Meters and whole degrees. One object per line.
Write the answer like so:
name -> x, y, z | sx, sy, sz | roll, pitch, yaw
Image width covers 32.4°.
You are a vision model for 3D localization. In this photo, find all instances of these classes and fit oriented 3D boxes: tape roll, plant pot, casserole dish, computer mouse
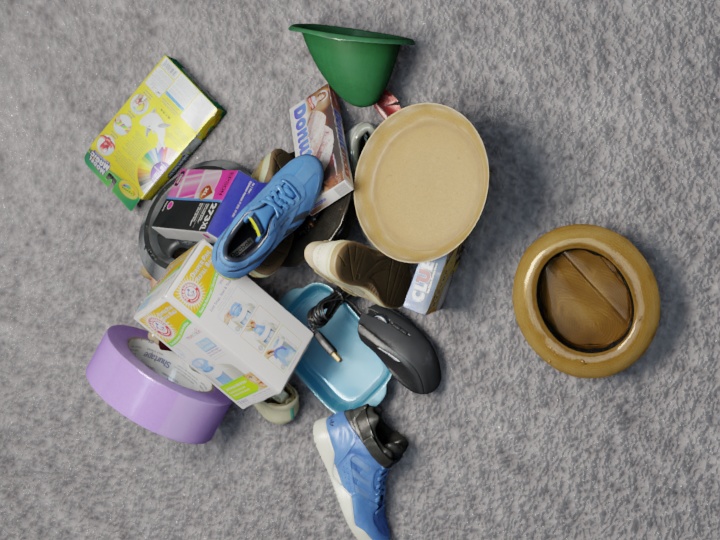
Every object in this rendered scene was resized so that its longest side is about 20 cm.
tape roll -> -0.276, 0.155, 1.705 | 0.199, 0.200, 0.066 | 34, 98, 11
plant pot -> 0.080, -0.109, 1.567 | 0.197, 0.027, 0.204 | -4, 83, 32
casserole dish -> -0.037, 0.109, 1.726 | 0.121, 0.039, 0.200 | -44, 81, 11
computer mouse -> 0.022, 0.093, 1.659 | 0.201, 0.140, 0.046 | 49, 138, 8

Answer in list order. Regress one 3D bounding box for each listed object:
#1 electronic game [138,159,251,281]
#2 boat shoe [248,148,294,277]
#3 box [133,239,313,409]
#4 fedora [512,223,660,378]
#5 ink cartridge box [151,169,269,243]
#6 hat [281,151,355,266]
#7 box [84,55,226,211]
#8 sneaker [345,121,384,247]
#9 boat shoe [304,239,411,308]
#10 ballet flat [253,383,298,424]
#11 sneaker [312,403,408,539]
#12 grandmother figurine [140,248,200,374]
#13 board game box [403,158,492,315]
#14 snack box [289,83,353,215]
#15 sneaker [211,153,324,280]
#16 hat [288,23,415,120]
electronic game -> -0.225, -0.065, 1.735 | 0.197, 0.042, 0.203 | -11, 61, 20
boat shoe -> -0.131, -0.067, 1.649 | 0.076, 0.202, 0.071 | -26, 128, 37
box -> -0.180, 0.072, 1.624 | 0.200, 0.102, 0.112 | 42, 146, -16
fedora -> 0.294, 0.037, 1.615 | 0.197, 0.082, 0.205 | 1, 96, 11
ink cartridge box -> -0.200, -0.086, 1.647 | 0.198, 0.037, 0.096 | 8, 67, 50
hat -> -0.061, -0.076, 1.694 | 0.199, 0.080, 0.204 | -25, 51, 34
box -> -0.299, -0.194, 1.784 | 0.117, 0.048, 0.200 | 45, 99, 9
sneaker -> 0.023, -0.106, 1.669 | 0.077, 0.099, 0.203 | -21, 87, 0
boat shoe -> 0.000, 0.000, 1.632 | 0.064, 0.199, 0.073 | 13, 85, 35
ballet flat -> -0.163, 0.134, 1.742 | 0.199, 0.069, 0.070 | 40, 100, 7
sneaker -> 0.022, 0.280, 1.686 | 0.110, 0.077, 0.203 | -22, 93, 15
grandmother figurine -> -0.245, 0.066, 1.730 | 0.121, 0.060, 0.201 | -39, 58, 10
board game box -> 0.116, -0.044, 1.632 | 0.034, 0.135, 0.203 | 21, 96, 11
snack box -> -0.054, -0.165, 1.666 | 0.071, 0.024, 0.202 | -31, 43, 21
sneaker -> -0.109, -0.071, 1.541 | 0.066, 0.078, 0.201 | 41, 72, -1
hat -> -0.010, -0.229, 1.659 | 0.197, 0.165, 0.179 | 15, 106, 29
